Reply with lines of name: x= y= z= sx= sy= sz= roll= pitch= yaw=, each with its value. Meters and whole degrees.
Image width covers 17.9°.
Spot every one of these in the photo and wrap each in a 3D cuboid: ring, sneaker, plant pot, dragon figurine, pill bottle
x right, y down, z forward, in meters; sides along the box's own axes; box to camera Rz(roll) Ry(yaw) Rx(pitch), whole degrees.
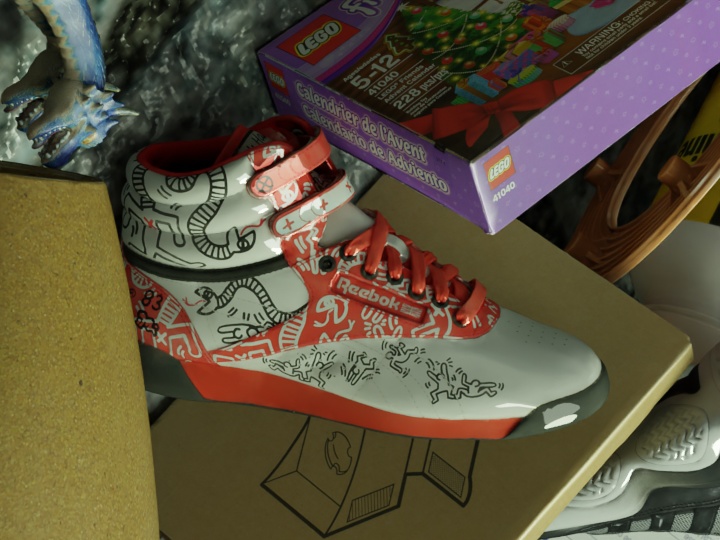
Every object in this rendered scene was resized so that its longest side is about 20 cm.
ring: x=0.147 y=-0.074 z=1.001 sx=0.019 sy=0.200 sz=0.201 roll=35 pitch=86 yaw=-6
sneaker: x=-0.001 y=0.000 z=0.895 sx=0.067 sy=0.201 sz=0.108 roll=-57 pitch=151 yaw=-65
plant pot: x=-0.149 y=0.061 z=0.806 sx=0.186 sy=0.186 sz=0.201 roll=3 pitch=97 yaw=-43
dragon figurine: x=-0.088 y=-0.138 z=0.816 sx=0.099 sy=0.059 sz=0.200 roll=35 pitch=81 yaw=-48
sneaker: x=0.144 y=0.098 z=0.981 sx=0.114 sy=0.200 sz=0.076 roll=50 pitch=33 yaw=-28
pill bottle: x=0.195 y=-0.023 z=1.069 sx=0.112 sy=0.112 sz=0.200 roll=50 pitch=61 yaw=-45

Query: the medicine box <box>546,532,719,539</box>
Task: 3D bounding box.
medicine box: x=0.171 y=0.169 z=1.120 sx=0.200 sy=0.182 sz=0.103 roll=-51 pitch=166 yaw=-6

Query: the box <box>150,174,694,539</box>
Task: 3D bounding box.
box: x=0.014 y=0.062 z=0.949 sx=0.200 sy=0.163 sz=0.021 roll=-47 pitch=151 yaw=-11

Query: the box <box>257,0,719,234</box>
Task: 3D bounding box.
box: x=0.076 y=-0.106 z=0.929 sx=0.200 sy=0.137 sz=0.039 roll=-37 pitch=131 yaw=-22
